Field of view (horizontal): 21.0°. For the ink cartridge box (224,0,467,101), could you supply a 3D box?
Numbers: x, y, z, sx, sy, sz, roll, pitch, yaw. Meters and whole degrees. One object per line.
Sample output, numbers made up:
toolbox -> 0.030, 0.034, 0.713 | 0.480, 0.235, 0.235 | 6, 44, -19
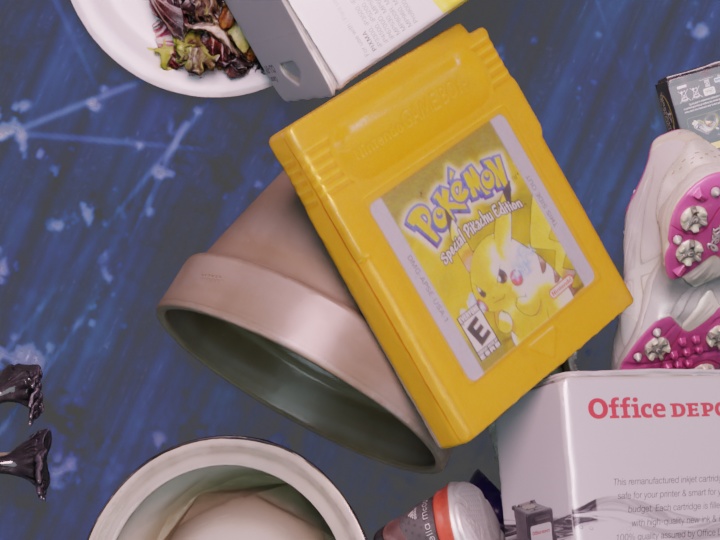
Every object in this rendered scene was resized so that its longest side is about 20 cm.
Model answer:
ink cartridge box -> 0.027, -0.192, 1.171 | 0.199, 0.145, 0.084 | -36, 101, -11

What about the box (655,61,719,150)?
box -> 0.307, -0.073, 1.249 | 0.198, 0.049, 0.163 | -17, 91, 0

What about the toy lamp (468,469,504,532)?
toy lamp -> 0.024, 0.218, 1.252 | 0.200, 0.058, 0.058 | -44, 92, -1

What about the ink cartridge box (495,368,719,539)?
ink cartridge box -> 0.166, 0.164, 1.154 | 0.144, 0.083, 0.202 | 1, 78, -27

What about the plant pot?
plant pot -> 0.000, 0.000, 1.190 | 0.199, 0.200, 0.175 | 28, 75, -2

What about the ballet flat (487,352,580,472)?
ballet flat -> 0.110, 0.075, 1.242 | 0.071, 0.072, 0.202 | -16, 92, 0

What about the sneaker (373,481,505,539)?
sneaker -> 0.069, 0.211, 1.210 | 0.081, 0.077, 0.201 | -21, 122, 15

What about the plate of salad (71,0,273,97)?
plate of salad -> -0.094, -0.212, 1.237 | 0.198, 0.048, 0.202 | 0, 92, -2

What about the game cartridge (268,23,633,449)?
game cartridge -> 0.058, -0.027, 1.119 | 0.176, 0.032, 0.201 | -35, 100, -39

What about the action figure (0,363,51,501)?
action figure -> -0.298, 0.101, 1.219 | 0.198, 0.102, 0.120 | -2, 104, -3

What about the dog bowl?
dog bowl -> -0.074, 0.207, 1.212 | 0.198, 0.074, 0.202 | -4, 78, 17

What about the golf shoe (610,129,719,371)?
golf shoe -> 0.197, 0.003, 1.225 | 0.075, 0.092, 0.201 | 0, 128, -19
